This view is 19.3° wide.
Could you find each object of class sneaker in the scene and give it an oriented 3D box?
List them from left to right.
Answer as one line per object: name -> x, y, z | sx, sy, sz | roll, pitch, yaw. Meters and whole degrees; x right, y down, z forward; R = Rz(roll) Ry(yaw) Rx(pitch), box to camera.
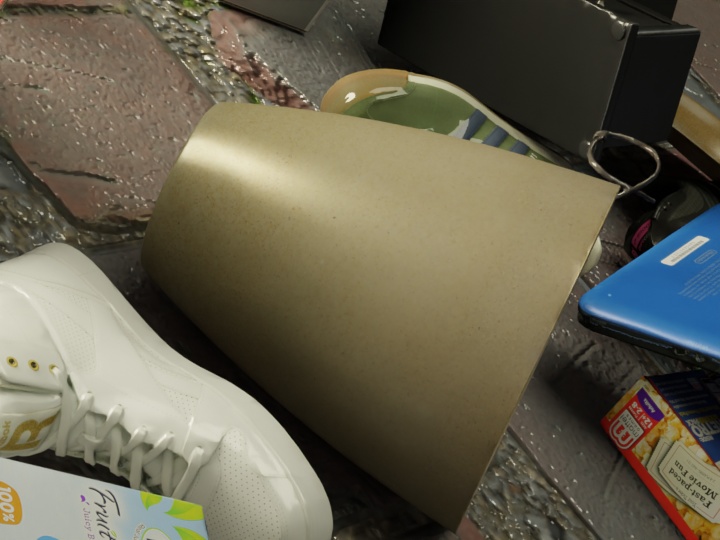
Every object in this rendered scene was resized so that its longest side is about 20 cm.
sneaker -> -0.113, 0.073, 0.909 | 0.200, 0.074, 0.115 | 39, 30, 19
sneaker -> 0.071, -0.053, 1.283 | 0.199, 0.067, 0.090 | 22, 28, -34
sneaker -> 0.211, 0.002, 1.381 | 0.083, 0.077, 0.200 | 17, 29, -5

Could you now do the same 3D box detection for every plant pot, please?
plant pot -> 0.000, 0.000, 1.047 | 0.199, 0.188, 0.187 | 26, 29, 6
plant pot -> 0.266, -0.073, 1.493 | 0.200, 0.028, 0.200 | 40, 4, -3

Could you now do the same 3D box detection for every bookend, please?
bookend -> 0.153, -0.158, 1.383 | 0.198, 0.093, 0.200 | -8, 32, -43

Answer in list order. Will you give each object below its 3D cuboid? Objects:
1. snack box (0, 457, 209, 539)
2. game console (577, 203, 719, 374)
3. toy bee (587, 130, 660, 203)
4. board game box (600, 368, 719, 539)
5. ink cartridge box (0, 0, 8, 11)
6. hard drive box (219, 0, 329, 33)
snack box -> -0.169, 0.126, 0.666 | 0.199, 0.169, 0.068 | 19, 38, -32
game console -> 0.241, 0.058, 1.252 | 0.170, 0.119, 0.200 | 19, 29, 31
toy bee -> 0.067, -0.004, 1.203 | 0.198, 0.109, 0.131 | 5, 47, -9
board game box -> 0.250, 0.145, 1.238 | 0.151, 0.046, 0.200 | -3, 50, -51
ink cartridge box -> -0.216, -0.153, 0.986 | 0.045, 0.176, 0.201 | 18, 36, -32
hard drive box -> -0.030, -0.282, 1.350 | 0.076, 0.200, 0.156 | 17, 37, -35
